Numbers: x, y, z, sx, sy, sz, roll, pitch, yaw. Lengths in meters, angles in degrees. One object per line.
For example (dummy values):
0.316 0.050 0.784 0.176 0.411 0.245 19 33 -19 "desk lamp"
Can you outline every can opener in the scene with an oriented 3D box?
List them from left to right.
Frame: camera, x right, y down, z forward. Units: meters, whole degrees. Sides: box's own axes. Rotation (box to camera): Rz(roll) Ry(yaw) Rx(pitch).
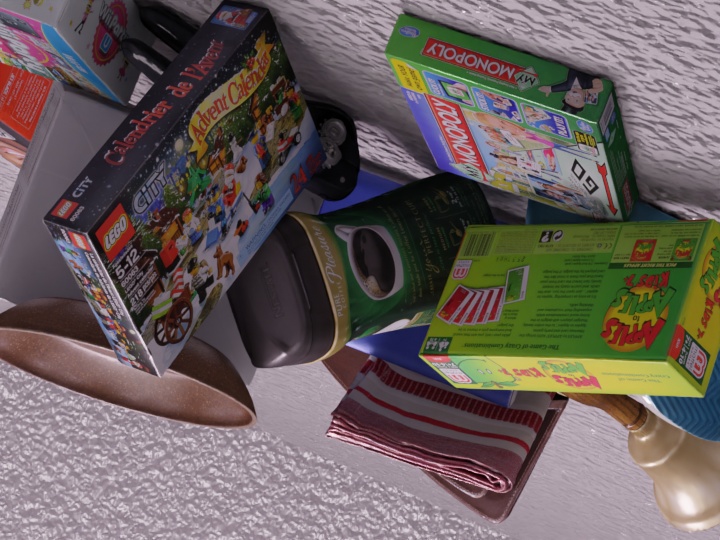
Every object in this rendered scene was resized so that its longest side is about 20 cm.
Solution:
-0.080 -0.109 1.470 0.200 0.064 0.079 31 153 -30 "can opener"

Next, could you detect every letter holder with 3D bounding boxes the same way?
0.052 0.112 1.824 0.100 0.142 0.200 2 -150 -47 "letter holder"

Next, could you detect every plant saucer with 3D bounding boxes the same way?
-0.161 0.060 1.466 0.200 0.037 0.200 15 164 4 "plant saucer"

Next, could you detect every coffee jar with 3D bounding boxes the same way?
0.000 0.000 1.481 0.200 0.105 0.085 -14 174 -37 "coffee jar"

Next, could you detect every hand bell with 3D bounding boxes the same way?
0.194 0.104 1.567 0.200 0.104 0.104 33 165 -33 "hand bell"

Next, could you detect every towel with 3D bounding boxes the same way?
0.071 0.091 1.634 0.144 0.023 0.200 17 -150 10 "towel"

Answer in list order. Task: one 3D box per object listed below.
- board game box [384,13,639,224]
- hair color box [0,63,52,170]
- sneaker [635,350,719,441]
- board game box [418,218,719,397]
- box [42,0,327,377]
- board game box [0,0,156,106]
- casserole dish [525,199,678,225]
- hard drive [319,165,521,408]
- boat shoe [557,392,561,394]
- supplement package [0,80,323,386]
0.097 -0.087 1.316 0.134 0.029 0.200 19 168 17 "board game box"
-0.278 -0.126 1.796 0.101 0.061 0.200 14 166 36 "hair color box"
0.262 0.079 1.544 0.200 0.077 0.081 10 -174 -34 "sneaker"
0.140 0.023 1.380 0.200 0.102 0.048 -1 149 43 "board game box"
-0.105 -0.052 1.351 0.038 0.200 0.137 17 147 31 "box"
-0.252 -0.191 1.442 0.199 0.064 0.148 19 169 17 "board game box"
0.196 -0.008 1.466 0.200 0.039 0.121 24 169 -11 "casserole dish"
0.040 0.006 1.612 0.199 0.132 0.025 21 -164 12 "hard drive"
0.124 0.052 1.763 0.201 0.072 0.060 22 126 -4 "boat shoe"
-0.151 -0.029 1.554 0.199 0.156 0.111 21 -174 -15 "supplement package"
